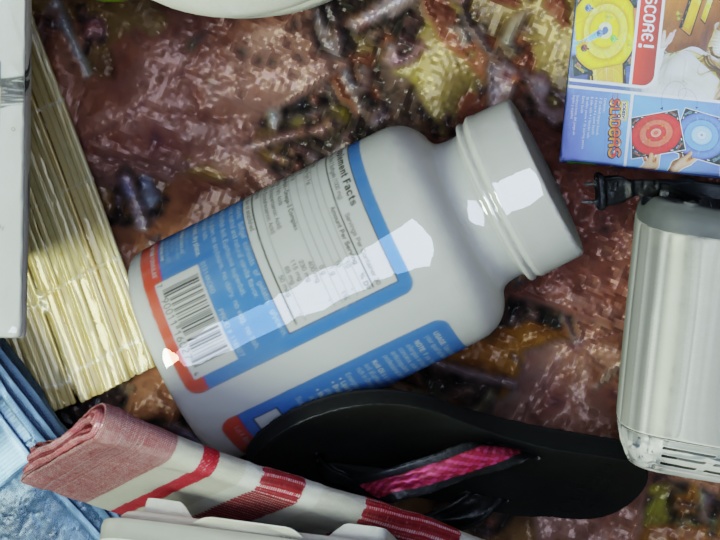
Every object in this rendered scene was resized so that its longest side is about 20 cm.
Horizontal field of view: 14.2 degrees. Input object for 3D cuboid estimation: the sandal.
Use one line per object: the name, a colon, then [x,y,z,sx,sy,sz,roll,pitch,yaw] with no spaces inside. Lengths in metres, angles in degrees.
sandal: [0.045,0.099,1.367,0.199,0.075,0.045,9,53,-17]

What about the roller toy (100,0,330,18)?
roller toy: [-0.055,-0.211,1.337,0.182,0.140,0.201,13,96,4]

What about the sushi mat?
sushi mat: [-0.175,-0.028,1.432,0.095,0.012,0.201,-19,93,8]

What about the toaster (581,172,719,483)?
toaster: [0.196,0.031,1.352,0.199,0.114,0.130,8,99,3]

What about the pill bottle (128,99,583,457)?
pill bottle: [0.000,0.000,1.369,0.199,0.112,0.113,-25,93,7]

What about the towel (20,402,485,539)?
towel: [-0.049,0.109,1.348,0.199,0.144,0.023,20,72,-16]

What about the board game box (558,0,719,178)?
board game box: [0.171,-0.144,1.374,0.135,0.034,0.201,7,97,4]

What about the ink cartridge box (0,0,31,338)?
ink cartridge box: [-0.194,-0.084,1.329,0.083,0.145,0.201,1,105,-7]

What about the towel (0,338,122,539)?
towel: [-0.186,0.111,1.420,0.112,0.049,0.200,-35,97,12]

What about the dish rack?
dish rack: [-0.027,0.152,1.346,0.171,0.200,0.044,6,73,20]
